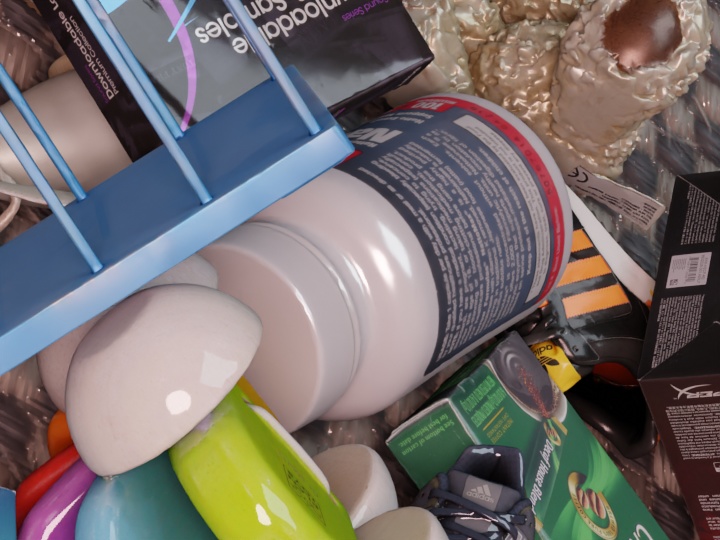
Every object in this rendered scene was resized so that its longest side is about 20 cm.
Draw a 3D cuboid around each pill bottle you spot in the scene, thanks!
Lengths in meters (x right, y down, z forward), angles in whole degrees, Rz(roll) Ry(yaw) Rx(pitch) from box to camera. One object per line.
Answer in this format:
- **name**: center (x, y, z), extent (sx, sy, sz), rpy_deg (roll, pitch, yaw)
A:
- **pill bottle**: center (0.000, 0.000, 1.208), extent (0.200, 0.120, 0.120), rpy_deg (-30, 88, -52)

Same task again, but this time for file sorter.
- **file sorter**: center (-0.125, -0.052, 0.993), extent (0.123, 0.200, 0.139), rpy_deg (58, 0, -16)

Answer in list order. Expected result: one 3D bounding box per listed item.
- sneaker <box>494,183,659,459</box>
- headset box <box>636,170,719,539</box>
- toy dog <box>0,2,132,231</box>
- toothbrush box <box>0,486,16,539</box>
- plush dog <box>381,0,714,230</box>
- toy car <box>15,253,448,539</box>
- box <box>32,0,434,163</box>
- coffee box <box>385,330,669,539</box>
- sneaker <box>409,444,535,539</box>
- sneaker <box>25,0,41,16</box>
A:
- **sneaker**: center (0.091, 0.015, 1.336), extent (0.200, 0.070, 0.090), rpy_deg (39, 39, -25)
- **headset box**: center (0.212, 0.068, 1.378), extent (0.149, 0.075, 0.200), rpy_deg (-73, 149, -43)
- **toy dog**: center (-0.129, -0.058, 1.127), extent (0.132, 0.096, 0.200), rpy_deg (56, 38, -3)
- **toothbrush box**: center (-0.197, 0.163, 0.914), extent (0.146, 0.085, 0.200), rpy_deg (21, 52, -38)
- **plush dog**: center (0.106, -0.121, 1.392), extent (0.161, 0.200, 0.172), rpy_deg (70, 35, -44)
- **toy car**: center (-0.071, 0.095, 1.031), extent (0.175, 0.150, 0.200), rpy_deg (50, -3, -19)
- **box**: center (-0.075, -0.142, 1.131), extent (0.143, 0.036, 0.200), rpy_deg (-31, 89, -33)
- **coffee box**: center (0.102, 0.132, 1.265), extent (0.200, 0.044, 0.123), rpy_deg (55, 24, 0)
- **sneaker**: center (0.036, 0.128, 1.114), extent (0.074, 0.081, 0.200), rpy_deg (14, 16, 1)
- **sneaker**: center (-0.065, -0.127, 1.229), extent (0.200, 0.112, 0.071), rpy_deg (35, 44, -26)
